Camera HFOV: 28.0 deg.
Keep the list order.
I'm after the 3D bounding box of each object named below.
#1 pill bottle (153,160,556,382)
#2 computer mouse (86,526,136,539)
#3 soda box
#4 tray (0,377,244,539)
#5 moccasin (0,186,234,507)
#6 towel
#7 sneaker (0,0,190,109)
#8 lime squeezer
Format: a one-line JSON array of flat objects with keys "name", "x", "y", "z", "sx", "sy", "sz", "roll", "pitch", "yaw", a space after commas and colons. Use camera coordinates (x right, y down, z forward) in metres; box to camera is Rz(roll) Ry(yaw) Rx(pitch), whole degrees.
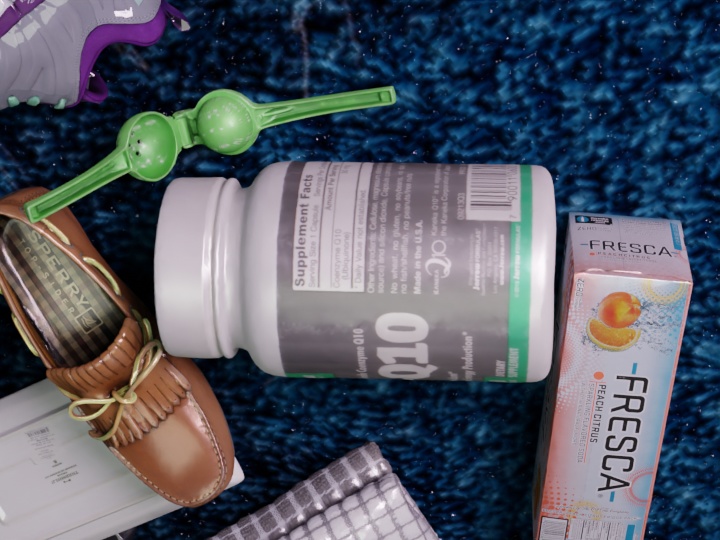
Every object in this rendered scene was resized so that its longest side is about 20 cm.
[{"name": "pill bottle", "x": 0.000, "y": 0.000, "z": 0.753, "sx": 0.199, "sy": 0.113, "sz": 0.114, "roll": 1, "pitch": 122, "yaw": 6}, {"name": "computer mouse", "x": -0.154, "y": 0.134, "z": 0.905, "sx": 0.059, "sy": 0.034, "sz": 0.200, "roll": 32, "pitch": 115, "yaw": 5}, {"name": "soda box", "x": 0.137, "y": 0.070, "z": 0.808, "sx": 0.063, "sy": 0.068, "sz": 0.201, "roll": 5, "pitch": 123, "yaw": 2}, {"name": "tray", "x": -0.177, "y": 0.118, "z": 0.876, "sx": 0.199, "sy": 0.022, "sz": 0.108, "roll": -24, "pitch": 99, "yaw": 23}, {"name": "moccasin", "x": -0.138, "y": 0.044, "z": 0.788, "sx": 0.073, "sy": 0.078, "sz": 0.202, "roll": -28, "pitch": 98, "yaw": 7}, {"name": "towel", "x": -0.012, "y": 0.221, "z": 0.886, "sx": 0.165, "sy": 0.086, "sz": 0.200, "roll": -32, "pitch": 121, "yaw": -5}, {"name": "sneaker", "x": -0.185, "y": -0.098, "z": 0.738, "sx": 0.200, "sy": 0.075, "sz": 0.088, "roll": -31, "pitch": 119, "yaw": 21}, {"name": "lime squeezer", "x": -0.084, "y": -0.072, "z": 0.750, "sx": 0.199, "sy": 0.071, "sz": 0.038, "roll": -19, "pitch": 96, "yaw": -17}]
